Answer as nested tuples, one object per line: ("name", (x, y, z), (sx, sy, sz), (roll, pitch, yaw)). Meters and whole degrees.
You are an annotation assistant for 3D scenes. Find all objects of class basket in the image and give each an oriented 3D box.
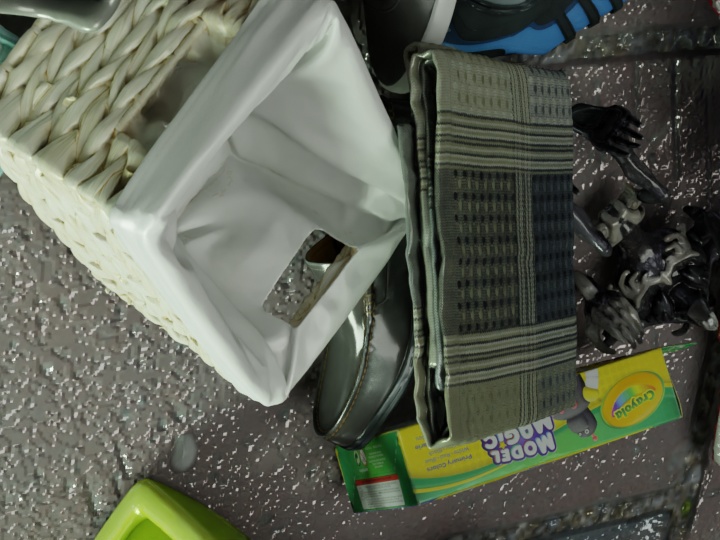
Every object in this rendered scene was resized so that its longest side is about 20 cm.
("basket", (-0.072, -0.049, 0.855), (0.136, 0.123, 0.200), (-53, 155, -13))

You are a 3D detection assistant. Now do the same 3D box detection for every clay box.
("clay box", (0.096, 0.091, 1.081), (0.199, 0.115, 0.048), (-15, 86, -20))

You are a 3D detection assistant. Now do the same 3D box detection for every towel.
("towel", (0.065, -0.015, 0.941), (0.200, 0.034, 0.194), (-3, 92, -65))

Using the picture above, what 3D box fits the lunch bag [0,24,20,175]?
("lunch bag", (-0.239, -0.054, 0.815), (0.160, 0.077, 0.201), (31, 95, -42))

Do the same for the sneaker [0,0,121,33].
("sneaker", (-0.173, -0.146, 0.691), (0.199, 0.092, 0.076), (13, 118, -26))

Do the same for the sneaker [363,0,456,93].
("sneaker", (-0.003, -0.187, 0.913), (0.098, 0.071, 0.202), (-5, 111, -29))

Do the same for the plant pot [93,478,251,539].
("plant pot", (-0.066, 0.263, 1.029), (0.181, 0.199, 0.201), (27, 97, -46))

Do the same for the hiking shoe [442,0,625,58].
("hiking shoe", (0.113, -0.164, 1.011), (0.199, 0.075, 0.087), (-15, 151, -34))

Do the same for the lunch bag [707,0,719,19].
("lunch bag", (0.236, -0.232, 0.992), (0.176, 0.081, 0.202), (-25, 114, -46))

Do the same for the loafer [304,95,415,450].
("loafer", (0.000, 0.000, 1.016), (0.072, 0.073, 0.202), (10, 99, -28))

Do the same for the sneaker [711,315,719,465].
("sneaker", (0.271, 0.052, 1.204), (0.073, 0.077, 0.201), (-62, 151, -44))

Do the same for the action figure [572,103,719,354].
("action figure", (0.172, -0.006, 1.100), (0.119, 0.102, 0.200), (-40, 130, 8))
